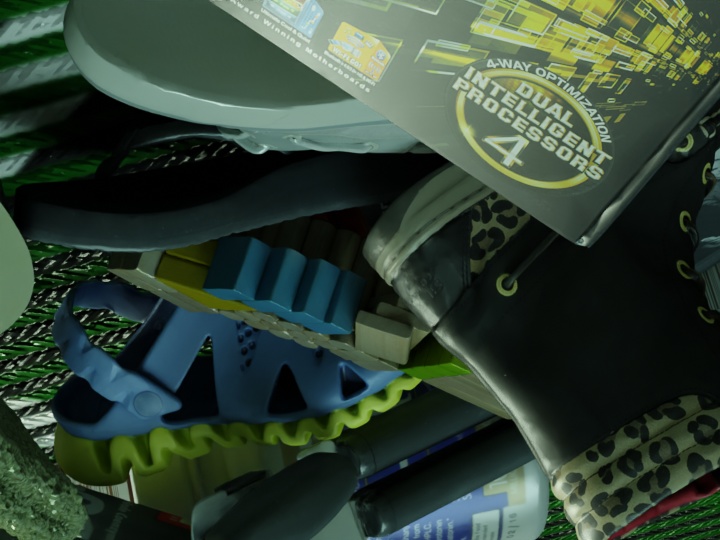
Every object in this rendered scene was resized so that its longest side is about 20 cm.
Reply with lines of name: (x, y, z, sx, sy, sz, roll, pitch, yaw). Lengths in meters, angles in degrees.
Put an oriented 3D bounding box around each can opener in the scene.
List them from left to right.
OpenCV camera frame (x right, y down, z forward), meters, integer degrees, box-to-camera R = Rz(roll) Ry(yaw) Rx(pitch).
can opener: (0.016, 0.091, 0.828, 0.199, 0.054, 0.067, -23, -174, -28)

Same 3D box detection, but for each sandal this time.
sandal: (-0.056, 0.032, 0.833, 0.199, 0.080, 0.087, -17, 120, 8)
sandal: (-0.043, -0.044, 0.733, 0.199, 0.043, 0.076, -12, -163, -28)

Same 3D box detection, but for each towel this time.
towel: (-0.181, 0.036, 0.728, 0.036, 0.148, 0.200, -45, 154, -7)

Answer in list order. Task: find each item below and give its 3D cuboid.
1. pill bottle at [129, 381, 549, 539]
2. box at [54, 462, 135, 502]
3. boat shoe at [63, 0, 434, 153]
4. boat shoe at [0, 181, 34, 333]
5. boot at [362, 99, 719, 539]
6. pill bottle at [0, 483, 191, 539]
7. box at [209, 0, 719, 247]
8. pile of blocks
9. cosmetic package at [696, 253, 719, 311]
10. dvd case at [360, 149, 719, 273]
pill bottle: (-0.015, 0.096, 0.947, 0.198, 0.120, 0.120, -10, 154, -9)
box: (-0.106, 0.158, 1.085, 0.100, 0.075, 0.200, -23, 151, 18)
boat shoe: (-0.019, -0.071, 0.678, 0.199, 0.072, 0.069, -8, 153, -36)
boat shoe: (-0.159, -0.057, 0.619, 0.073, 0.063, 0.202, -26, 142, -16)
boot: (0.119, 0.002, 0.712, 0.199, 0.151, 0.073, -26, 162, -20)
pill bottle: (-0.119, 0.159, 0.846, 0.199, 0.115, 0.114, 17, 151, -1)
box: (0.019, -0.111, 0.496, 0.199, 0.049, 0.161, 34, 143, -1)
pile of blocks: (0.000, 0.000, 0.764, 0.199, 0.063, 0.082, 18, 165, 1)
cosmetic package: (0.239, 0.031, 1.008, 0.199, 0.075, 0.101, 12, 144, -42)
dvd case: (0.110, -0.032, 0.865, 0.199, 0.025, 0.150, 13, 143, -42)
